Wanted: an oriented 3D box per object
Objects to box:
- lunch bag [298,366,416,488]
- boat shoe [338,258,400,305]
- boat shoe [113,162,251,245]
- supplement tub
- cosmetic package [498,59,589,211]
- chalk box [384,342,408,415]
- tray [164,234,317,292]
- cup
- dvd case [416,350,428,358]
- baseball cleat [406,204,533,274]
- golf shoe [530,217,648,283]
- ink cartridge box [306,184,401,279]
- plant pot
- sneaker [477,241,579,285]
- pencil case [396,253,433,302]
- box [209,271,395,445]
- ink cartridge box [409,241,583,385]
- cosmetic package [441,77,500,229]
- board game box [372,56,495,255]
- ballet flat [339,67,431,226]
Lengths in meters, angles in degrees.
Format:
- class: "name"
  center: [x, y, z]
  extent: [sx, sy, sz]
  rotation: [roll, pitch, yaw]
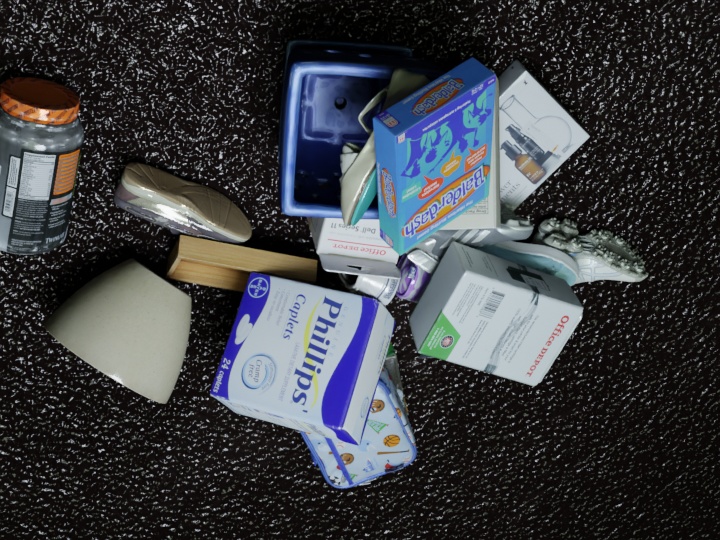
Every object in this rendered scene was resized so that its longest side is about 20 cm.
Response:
- class: "lunch bag"
  center: [-0.011, 0.230, 1.501]
  extent: [0.158, 0.076, 0.202]
  rotation: [-20, 123, 4]
- class: "boat shoe"
  center: [0.000, 0.000, 1.441]
  extent: [0.065, 0.200, 0.073]
  rotation: [23, 99, -15]
- class: "boat shoe"
  center: [-0.245, -0.081, 1.411]
  extent: [0.198, 0.072, 0.065]
  rotation: [23, 128, -29]
- class: "supplement tub"
  center: [-0.421, -0.133, 1.304]
  extent: [0.121, 0.123, 0.202]
  rotation: [10, 118, -18]
- class: "cosmetic package"
  center: [0.203, -0.174, 1.462]
  extent: [0.150, 0.052, 0.200]
  rotation: [37, 108, -26]
- class: "chalk box"
  center: [-0.042, 0.165, 1.572]
  extent: [0.197, 0.124, 0.126]
  rotation: [-14, 124, -2]
- class: "tray"
  center: [-0.170, -0.003, 1.461]
  extent: [0.197, 0.038, 0.099]
  rotation: [11, 159, -18]
- class: "cup"
  center: [-0.316, 0.070, 1.431]
  extent: [0.200, 0.200, 0.144]
  rotation: [36, 83, -28]
- class: "dvd case"
  center: [0.198, 0.103, 1.590]
  extent: [0.197, 0.025, 0.150]
  rotation: [-4, 163, -10]
- class: "baseball cleat"
  center: [0.143, -0.045, 1.460]
  extent: [0.197, 0.070, 0.108]
  rotation: [9, 110, 11]
- class: "golf shoe"
  center: [0.346, -0.014, 1.591]
  extent: [0.198, 0.079, 0.098]
  rotation: [18, 133, -16]
- class: "ink cartridge box"
  center: [-0.007, -0.071, 1.387]
  extent: [0.116, 0.201, 0.068]
  rotation: [7, 120, -16]
- class: "plant pot"
  center: [-0.012, -0.193, 1.322]
  extent: [0.197, 0.180, 0.202]
  rotation: [1, 118, -12]
- class: "sneaker"
  center: [0.228, 0.006, 1.514]
  extent: [0.197, 0.083, 0.074]
  rotation: [13, 144, -6]
- class: "pencil case"
  center: [0.145, 0.021, 1.553]
  extent: [0.198, 0.084, 0.087]
  rotation: [16, 83, -22]
- class: "box"
  center: [-0.076, 0.118, 1.399]
  extent: [0.197, 0.186, 0.105]
  rotation: [11, 162, 19]
- class: "ink cartridge box"
  center: [0.190, 0.064, 1.446]
  extent: [0.198, 0.083, 0.148]
  rotation: [18, 118, -21]
- class: "cosmetic package"
  center: [0.135, -0.155, 1.369]
  extent: [0.102, 0.087, 0.203]
  rotation: [1, 92, 13]
- class: "board game box"
  center: [0.088, -0.131, 1.211]
  extent: [0.151, 0.045, 0.201]
  rotation: [-34, 147, -21]
- class: "ballet flat"
  center: [0.016, -0.150, 1.217]
  extent: [0.069, 0.070, 0.201]
  rotation: [24, 108, -24]
